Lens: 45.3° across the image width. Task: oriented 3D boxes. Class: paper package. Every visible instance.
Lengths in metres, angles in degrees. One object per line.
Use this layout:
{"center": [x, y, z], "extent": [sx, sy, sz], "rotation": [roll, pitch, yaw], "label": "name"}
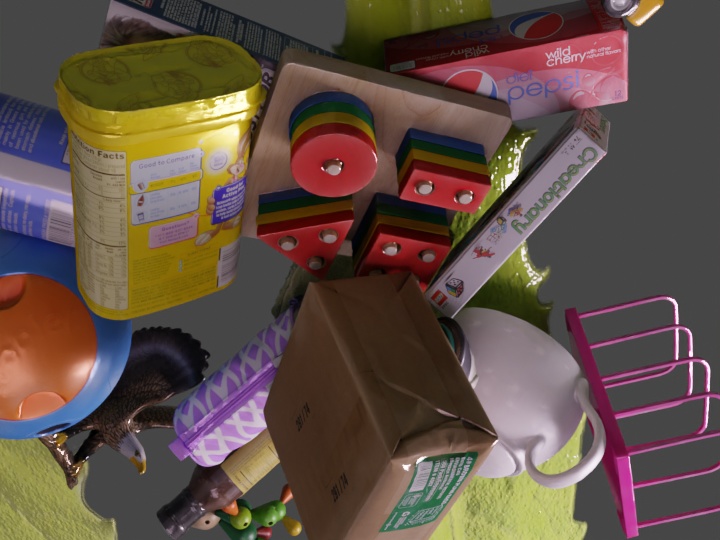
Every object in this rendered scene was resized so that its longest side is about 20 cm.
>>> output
{"center": [0.005, 0.134, 0.748], "extent": [0.102, 0.192, 0.202], "rotation": [-5, 139, -28], "label": "paper package"}

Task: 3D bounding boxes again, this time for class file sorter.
{"center": [0.306, 0.144, 0.910], "extent": [0.123, 0.202, 0.140], "rotation": [-14, 130, 7], "label": "file sorter"}

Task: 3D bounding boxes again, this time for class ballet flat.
{"center": [0.067, 0.099, 0.808], "extent": [0.072, 0.074, 0.200], "rotation": [17, 146, -15], "label": "ballet flat"}

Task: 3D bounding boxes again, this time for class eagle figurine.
{"center": [-0.257, 0.162, 0.979], "extent": [0.198, 0.152, 0.152], "rotation": [-30, 177, -18], "label": "eagle figurine"}

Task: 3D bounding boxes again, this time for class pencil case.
{"center": [-0.106, 0.119, 0.886], "extent": [0.200, 0.086, 0.084], "rotation": [-42, 95, 19], "label": "pencil case"}

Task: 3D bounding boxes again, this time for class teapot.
{"center": [0.134, 0.147, 0.896], "extent": [0.195, 0.147, 0.201], "rotation": [30, 153, 3], "label": "teapot"}

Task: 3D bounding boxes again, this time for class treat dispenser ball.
{"center": [-0.318, 0.056, 0.818], "extent": [0.197, 0.203, 0.203], "rotation": [-1, 131, -1], "label": "treat dispenser ball"}

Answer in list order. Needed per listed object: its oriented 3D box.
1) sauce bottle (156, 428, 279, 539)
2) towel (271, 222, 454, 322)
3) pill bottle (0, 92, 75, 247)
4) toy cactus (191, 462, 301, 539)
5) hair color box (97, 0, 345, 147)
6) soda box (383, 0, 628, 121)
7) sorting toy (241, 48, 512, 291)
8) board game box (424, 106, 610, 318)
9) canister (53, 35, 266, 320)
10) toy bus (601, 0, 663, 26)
{"center": [-0.148, 0.227, 0.999], "extent": [0.199, 0.065, 0.065], "rotation": [-39, 128, -9], "label": "sauce bottle"}
{"center": [0.000, 0.000, 0.886], "extent": [0.146, 0.037, 0.202], "rotation": [15, 128, -14], "label": "towel"}
{"center": [-0.308, -0.094, 0.749], "extent": [0.197, 0.113, 0.113], "rotation": [16, 129, -13], "label": "pill bottle"}
{"center": [-0.173, 0.303, 1.119], "extent": [0.163, 0.103, 0.201], "rotation": [-9, 136, 31], "label": "toy cactus"}
{"center": [-0.120, -0.161, 0.730], "extent": [0.197, 0.061, 0.101], "rotation": [18, 128, -16], "label": "hair color box"}
{"center": [0.120, -0.169, 0.728], "extent": [0.196, 0.064, 0.071], "rotation": [-10, 130, 7], "label": "soda box"}
{"center": [0.002, -0.065, 0.731], "extent": [0.195, 0.071, 0.201], "rotation": [10, 140, -17], "label": "sorting toy"}
{"center": [0.141, -0.055, 0.772], "extent": [0.035, 0.126, 0.201], "rotation": [40, 117, 0], "label": "board game box"}
{"center": [-0.158, -0.068, 0.684], "extent": [0.147, 0.087, 0.202], "rotation": [-18, 139, -31], "label": "canister"}
{"center": [0.159, -0.273, 0.640], "extent": [0.198, 0.066, 0.078], "rotation": [31, 122, -24], "label": "toy bus"}
